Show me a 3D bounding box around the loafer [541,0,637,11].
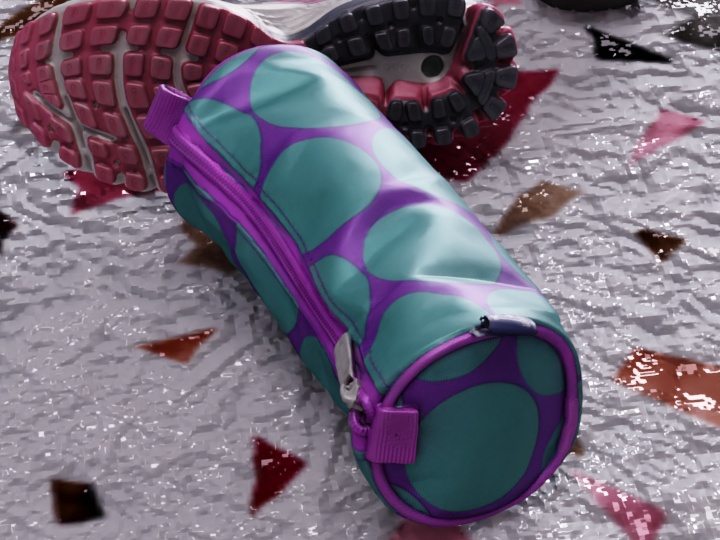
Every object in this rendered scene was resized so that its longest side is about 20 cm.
[{"bbox_3d":[0.097,-0.195,1.325,0.073,0.071,0.200,-6,39,-5],"label":"loafer"}]

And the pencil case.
[{"bbox_3d":[0.000,0.000,1.076,0.092,0.085,0.200,5,30,-34],"label":"pencil case"}]

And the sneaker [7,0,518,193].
[{"bbox_3d":[-0.040,-0.078,1.191,0.199,0.081,0.075,-2,17,-7],"label":"sneaker"}]
